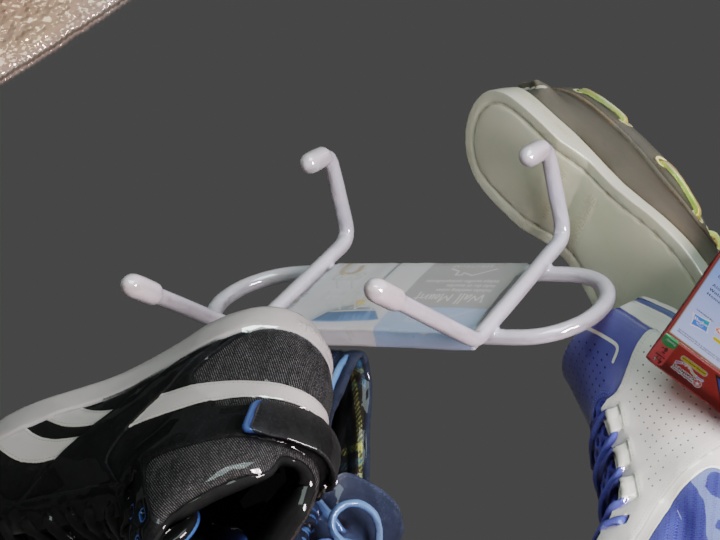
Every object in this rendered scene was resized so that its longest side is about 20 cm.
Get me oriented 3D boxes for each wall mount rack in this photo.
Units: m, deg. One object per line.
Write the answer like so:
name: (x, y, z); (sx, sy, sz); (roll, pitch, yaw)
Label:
wall mount rack: (0.000, 0.000, 1.025); (0.200, 0.075, 0.174); (0, 25, 30)

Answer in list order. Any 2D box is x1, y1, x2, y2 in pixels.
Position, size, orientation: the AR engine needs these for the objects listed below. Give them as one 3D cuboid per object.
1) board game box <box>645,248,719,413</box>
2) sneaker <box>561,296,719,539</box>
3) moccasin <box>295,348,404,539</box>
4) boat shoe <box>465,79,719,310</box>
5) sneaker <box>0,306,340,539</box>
board game box: (0.218, 0.065, 0.974); (0.200, 0.019, 0.103); (37, 41, 5)
sneaker: (0.119, 0.105, 0.971); (0.115, 0.081, 0.200); (-21, 53, -16)
moccasin: (-0.016, 0.103, 0.980); (0.068, 0.081, 0.200); (-17, 50, 9)
boat shoe: (0.128, -0.012, 1.077); (0.060, 0.072, 0.202); (-15, 54, -38)
sneaker: (-0.098, 0.099, 0.941); (0.200, 0.073, 0.112); (-33, 31, 20)
